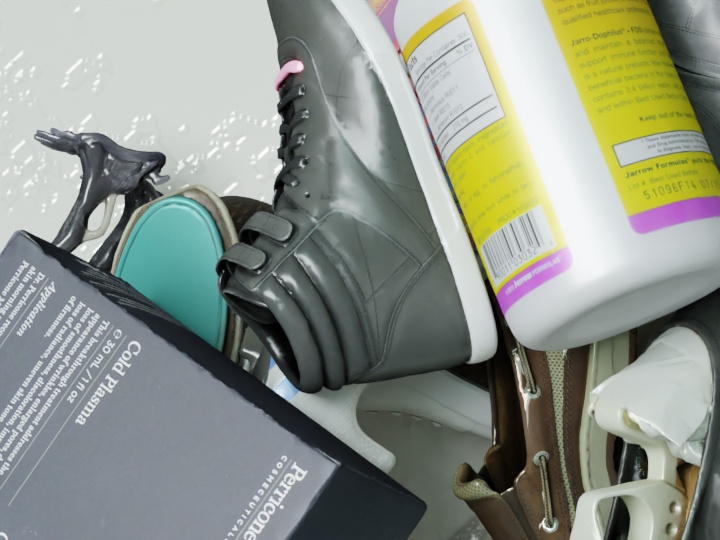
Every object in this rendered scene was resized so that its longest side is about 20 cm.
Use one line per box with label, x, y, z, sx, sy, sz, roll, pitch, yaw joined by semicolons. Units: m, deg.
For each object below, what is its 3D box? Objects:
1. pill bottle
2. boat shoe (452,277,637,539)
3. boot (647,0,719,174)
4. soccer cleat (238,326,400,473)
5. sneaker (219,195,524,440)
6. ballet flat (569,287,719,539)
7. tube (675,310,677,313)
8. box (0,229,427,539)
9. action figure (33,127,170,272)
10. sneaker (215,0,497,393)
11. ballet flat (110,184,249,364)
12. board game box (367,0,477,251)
pill bottle;0.078;-0.075;1.238;0.104;0.104;0.200;-24;77;15
boat shoe;0.074;0.097;1.301;0.075;0.075;0.203;0;91;-15
boot;0.171;-0.118;1.251;0.132;0.070;0.200;-4;97;51
soccer cleat;0.000;0.000;1.321;0.086;0.070;0.200;14;76;-1
sneaker;0.005;0.041;1.389;0.200;0.073;0.085;28;123;17
ballet flat;0.127;0.086;1.242;0.068;0.068;0.200;-2;73;55
tube;0.172;0.077;1.287;0.077;0.050;0.200;-5;70;14
box;-0.110;0.121;1.224;0.182;0.104;0.200;35;91;27
action figure;-0.141;0.042;1.410;0.102;0.119;0.200;6;73;20
sneaker;-0.024;-0.040;1.254;0.099;0.071;0.200;-21;84;-15
ballet flat;-0.081;0.053;1.362;0.067;0.062;0.200;10;106;16
board game box;0.053;-0.111;1.410;0.158;0.039;0.200;-9;74;20
